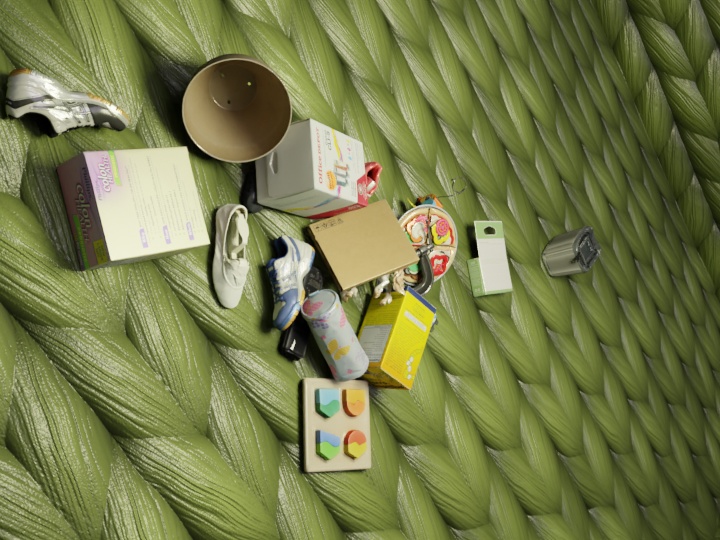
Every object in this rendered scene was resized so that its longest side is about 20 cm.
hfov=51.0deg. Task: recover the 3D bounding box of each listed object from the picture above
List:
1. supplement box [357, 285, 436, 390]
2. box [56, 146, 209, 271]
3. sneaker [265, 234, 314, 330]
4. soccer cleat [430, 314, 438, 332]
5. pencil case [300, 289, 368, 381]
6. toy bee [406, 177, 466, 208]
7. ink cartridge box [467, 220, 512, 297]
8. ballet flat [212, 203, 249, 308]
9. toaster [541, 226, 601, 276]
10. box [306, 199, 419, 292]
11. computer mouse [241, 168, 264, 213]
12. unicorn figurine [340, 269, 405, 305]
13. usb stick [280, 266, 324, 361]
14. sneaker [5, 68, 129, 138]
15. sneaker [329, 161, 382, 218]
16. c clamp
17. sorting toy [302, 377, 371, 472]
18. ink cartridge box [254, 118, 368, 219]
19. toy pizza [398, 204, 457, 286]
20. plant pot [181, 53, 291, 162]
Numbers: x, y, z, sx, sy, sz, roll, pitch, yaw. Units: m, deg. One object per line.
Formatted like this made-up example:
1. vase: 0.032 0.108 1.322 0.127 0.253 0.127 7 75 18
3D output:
1. supplement box: 0.070 0.149 1.662 0.109 0.108 0.201 39 60 -34
2. box: -0.376 -0.106 1.264 0.199 0.096 0.177 -15 91 -49
3. sneaker: -0.157 0.022 1.501 0.088 0.075 0.201 29 52 -26
4. soccer cleat: 0.114 0.144 1.765 0.086 0.070 0.200 52 41 -13
5. pencil case: -0.051 0.133 1.536 0.091 0.083 0.201 -98 166 -54
6. toy bee: 0.172 -0.143 1.890 0.199 0.109 0.131 -32 113 -22
7. ink cartridge box: 0.351 -0.033 2.079 0.145 0.048 0.201 -4 82 -48
8. ballet flat: -0.239 -0.032 1.418 0.069 0.069 0.201 10 72 -46
9. toaster: 0.655 -0.052 2.358 0.200 0.129 0.114 -43 110 -45
10. box: 0.007 -0.056 1.619 0.199 0.021 0.164 -21 73 -27
11. computer mouse: -0.199 -0.207 1.533 0.058 0.034 0.201 28 59 -39
12. unicorn figurine: 0.000 0.000 1.647 0.199 0.074 0.138 12 65 -11
13. usb stick: -0.118 0.086 1.545 0.055 0.033 0.201 31 58 -31
14. sneaker: -0.477 -0.251 1.225 0.199 0.075 0.088 16 84 -41
15. sneaker: -0.010 -0.176 1.692 0.074 0.087 0.201 44 51 -29
16. c clamp: 0.104 0.000 1.765 0.200 0.027 0.172 -34 120 -25
17. sorting toy: -0.042 0.318 1.561 0.199 0.036 0.186 12 71 -46
18. ink cartridge box: -0.099 -0.200 1.533 0.200 0.144 0.146 10 73 -58
19. toy pizza: 0.157 -0.058 1.818 0.199 0.032 0.202 -8 107 -28
20. plant pot: -0.238 -0.325 1.432 0.200 0.200 0.135 41 16 -33
